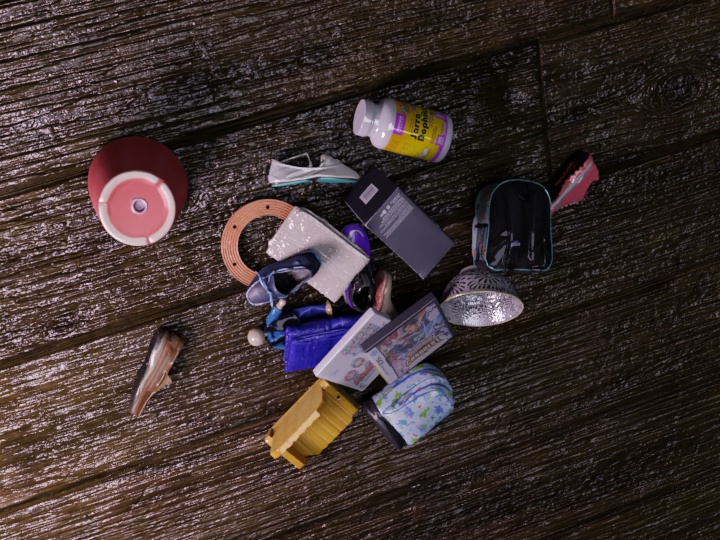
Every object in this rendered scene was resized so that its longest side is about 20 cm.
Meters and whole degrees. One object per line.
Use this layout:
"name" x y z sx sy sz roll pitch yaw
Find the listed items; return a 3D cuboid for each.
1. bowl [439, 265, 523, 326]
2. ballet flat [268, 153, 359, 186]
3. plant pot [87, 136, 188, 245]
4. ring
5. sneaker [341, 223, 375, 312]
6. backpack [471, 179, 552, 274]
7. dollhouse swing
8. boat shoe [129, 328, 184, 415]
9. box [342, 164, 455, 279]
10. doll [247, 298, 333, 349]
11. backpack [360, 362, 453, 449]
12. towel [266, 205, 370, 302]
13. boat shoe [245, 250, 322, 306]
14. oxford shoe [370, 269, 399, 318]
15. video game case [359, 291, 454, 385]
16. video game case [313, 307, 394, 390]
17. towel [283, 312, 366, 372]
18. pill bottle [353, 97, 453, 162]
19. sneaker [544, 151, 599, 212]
"bowl" 0.274 0.048 1.804 0.196 0.201 0.096 10 63 -19
"ballet flat" -0.097 -0.214 1.642 0.195 0.070 0.071 -4 111 -13
"plant pot" -0.428 -0.144 1.507 0.196 0.178 0.205 -5 111 -14
"ring" -0.203 -0.058 1.690 0.196 0.019 0.205 -6 112 -14
"sneaker" 0.001 0.000 1.722 0.068 0.100 0.205 -10 113 -14
"backpack" 0.335 -0.101 1.745 0.171 0.153 0.205 1 97 -12
"dollhouse swing" -0.101 0.373 1.794 0.200 0.176 0.182 -45 115 3
"boat shoe" -0.442 0.227 1.699 0.073 0.076 0.203 20 104 -25
"box" 0.078 -0.106 1.651 0.104 0.200 0.182 -46 115 5
"doll" -0.158 0.120 1.751 0.196 0.049 0.139 -17 126 -9
"backpack" 0.128 0.317 1.867 0.200 0.153 0.164 -42 120 -12
"towel" -0.093 -0.036 1.670 0.199 0.035 0.133 37 109 -9
"boat shoe" -0.173 0.020 1.646 0.199 0.069 0.084 -35 108 28
"oxford shoe" 0.055 0.088 1.794 0.072 0.071 0.204 -2 122 -19
"video game case" 0.111 0.158 1.777 0.198 0.026 0.181 -36 142 -2
"video game case" 0.013 0.182 1.765 0.200 0.024 0.181 -47 141 14
"towel" -0.073 0.168 1.761 0.195 0.050 0.150 -8 136 -17
"pill bottle" 0.088 -0.297 1.634 0.196 0.104 0.106 10 107 -19
"sneaker" 0.477 -0.175 1.808 0.200 0.074 0.087 -47 118 6
